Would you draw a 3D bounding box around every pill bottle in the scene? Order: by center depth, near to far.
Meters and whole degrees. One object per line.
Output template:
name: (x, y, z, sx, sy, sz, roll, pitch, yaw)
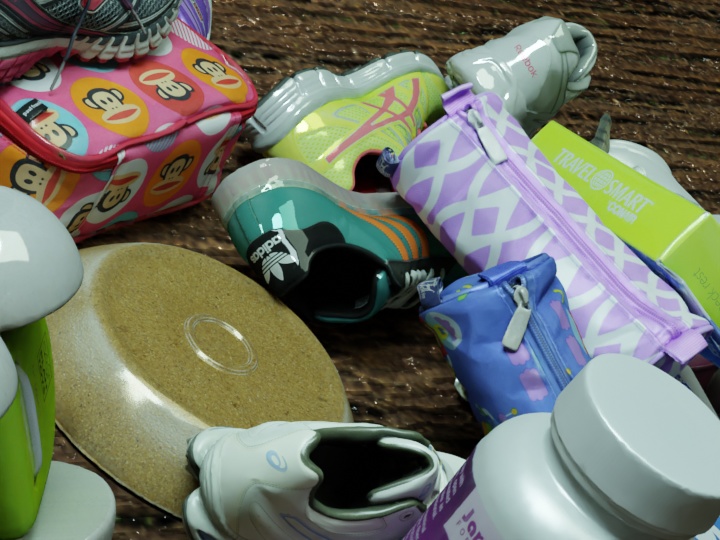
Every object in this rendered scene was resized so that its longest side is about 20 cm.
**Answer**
pill bottle: (0.076, 0.134, 0.967, 0.112, 0.200, 0.112, 27, 29, -16)

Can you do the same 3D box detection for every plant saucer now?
plant saucer: (-0.078, 0.048, 1.107, 0.200, 0.035, 0.201, 27, 29, -16)

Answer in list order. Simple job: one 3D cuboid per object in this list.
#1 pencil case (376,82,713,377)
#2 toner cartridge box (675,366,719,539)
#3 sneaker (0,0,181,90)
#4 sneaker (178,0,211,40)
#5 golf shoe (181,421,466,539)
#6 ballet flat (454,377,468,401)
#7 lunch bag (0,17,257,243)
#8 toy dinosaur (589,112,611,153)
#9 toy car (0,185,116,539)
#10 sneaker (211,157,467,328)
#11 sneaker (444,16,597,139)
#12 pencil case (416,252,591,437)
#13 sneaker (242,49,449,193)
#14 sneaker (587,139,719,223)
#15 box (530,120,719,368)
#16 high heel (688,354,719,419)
pencil case: (0.104, -0.012, 1.211, 0.084, 0.086, 0.200, -34, 75, -34)
toner cartridge box: (0.182, 0.126, 1.272, 0.095, 0.043, 0.200, 18, 32, -34)
sneaker: (-0.148, -0.149, 1.125, 0.081, 0.075, 0.200, 39, 32, 12)
sneaker: (-0.172, -0.181, 1.314, 0.199, 0.081, 0.084, 23, 36, -24)
golf shoe: (0.016, 0.110, 1.033, 0.199, 0.097, 0.079, 10, 68, -41)
ballet flat: (0.098, 0.072, 1.240, 0.068, 0.068, 0.200, 4, 40, -33)
lunch bag: (-0.169, -0.101, 1.194, 0.176, 0.082, 0.200, 39, 29, 16)
toy dinosaur: (0.109, -0.036, 1.408, 0.199, 0.047, 0.089, -21, 94, -38)
toy car: (-0.184, 0.072, 0.851, 0.149, 0.176, 0.200, 0, 27, 10)
sneaker: (0.000, 0.000, 1.231, 0.200, 0.071, 0.080, 14, 43, -50)
sneaker: (0.112, -0.121, 1.462, 0.078, 0.099, 0.200, 59, 0, 0)
pencil case: (0.101, 0.085, 1.131, 0.078, 0.087, 0.201, -23, 84, -14)
sneaker: (0.003, -0.076, 1.365, 0.091, 0.078, 0.200, 56, 34, 10)
sneaker: (0.204, -0.020, 1.488, 0.199, 0.075, 0.100, 27, 28, -16)
box: (0.176, -0.007, 1.304, 0.122, 0.048, 0.200, 48, -5, -33)
high heel: (0.258, 0.109, 1.362, 0.096, 0.068, 0.200, 1, 29, -32)
